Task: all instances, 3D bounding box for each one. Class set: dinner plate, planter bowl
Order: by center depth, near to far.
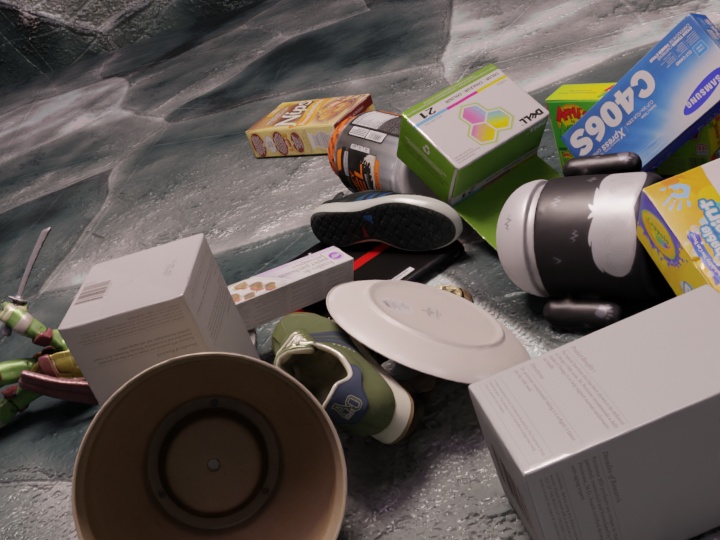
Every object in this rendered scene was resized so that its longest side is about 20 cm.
[{"bbox_3d":[-0.117,0.163,0.744,0.200,0.200,0.135,-25,1,-8],"label":"planter bowl"},{"bbox_3d":[0.066,0.047,0.860,0.200,0.024,0.200,15,18,-5],"label":"dinner plate"}]

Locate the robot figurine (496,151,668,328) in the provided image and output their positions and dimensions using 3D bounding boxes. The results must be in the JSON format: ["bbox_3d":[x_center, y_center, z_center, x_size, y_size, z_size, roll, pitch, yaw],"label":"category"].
[{"bbox_3d":[0.232,-0.032,0.906,0.200,0.125,0.150,-1,29,34],"label":"robot figurine"}]

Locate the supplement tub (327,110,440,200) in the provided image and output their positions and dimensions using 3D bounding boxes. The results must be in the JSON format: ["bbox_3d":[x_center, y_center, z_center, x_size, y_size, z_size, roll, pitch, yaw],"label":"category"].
[{"bbox_3d":[0.045,-0.146,1.239,0.122,0.123,0.200,-32,29,-20],"label":"supplement tub"}]

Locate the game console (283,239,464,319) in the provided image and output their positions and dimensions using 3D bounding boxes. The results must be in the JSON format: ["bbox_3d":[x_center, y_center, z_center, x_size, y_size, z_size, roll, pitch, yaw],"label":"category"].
[{"bbox_3d":[0.000,0.000,1.114,0.200,0.031,0.177,-35,36,-24],"label":"game console"}]

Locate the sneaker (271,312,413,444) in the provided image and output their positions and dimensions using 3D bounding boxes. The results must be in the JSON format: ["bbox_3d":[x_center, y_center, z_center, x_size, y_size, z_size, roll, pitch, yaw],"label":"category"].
[{"bbox_3d":[-0.041,0.079,0.812,0.200,0.090,0.067,34,98,50],"label":"sneaker"}]

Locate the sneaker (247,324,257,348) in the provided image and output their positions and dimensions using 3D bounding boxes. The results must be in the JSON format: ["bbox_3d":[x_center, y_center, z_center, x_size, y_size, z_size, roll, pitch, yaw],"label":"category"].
[{"bbox_3d":[-0.167,0.073,1.039,0.078,0.080,0.200,-11,31,-22],"label":"sneaker"}]

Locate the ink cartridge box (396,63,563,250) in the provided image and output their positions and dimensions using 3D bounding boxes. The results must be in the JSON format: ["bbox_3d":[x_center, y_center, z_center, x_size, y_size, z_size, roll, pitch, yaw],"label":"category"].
[{"bbox_3d":[0.162,-0.127,1.074,0.148,0.076,0.200,-32,63,-22],"label":"ink cartridge box"}]

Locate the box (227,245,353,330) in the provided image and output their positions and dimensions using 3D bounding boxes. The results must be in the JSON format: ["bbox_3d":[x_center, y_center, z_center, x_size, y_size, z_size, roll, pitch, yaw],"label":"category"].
[{"bbox_3d":[-0.095,0.026,1.008,0.200,0.041,0.039,-23,38,-34],"label":"box"}]

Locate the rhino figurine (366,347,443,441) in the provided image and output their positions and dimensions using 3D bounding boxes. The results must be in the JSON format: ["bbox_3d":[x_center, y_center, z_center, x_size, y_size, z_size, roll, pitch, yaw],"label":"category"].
[{"bbox_3d":[-0.006,0.104,0.882,0.200,0.060,0.087,16,62,49],"label":"rhino figurine"}]

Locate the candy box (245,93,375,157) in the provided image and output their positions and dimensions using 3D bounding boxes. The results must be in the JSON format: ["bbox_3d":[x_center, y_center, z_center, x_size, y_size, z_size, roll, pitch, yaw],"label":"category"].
[{"bbox_3d":[-0.083,-0.245,1.579,0.200,0.055,0.115,3,36,38],"label":"candy box"}]

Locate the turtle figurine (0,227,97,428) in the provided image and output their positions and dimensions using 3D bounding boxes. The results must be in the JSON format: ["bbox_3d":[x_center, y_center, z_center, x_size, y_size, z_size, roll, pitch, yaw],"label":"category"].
[{"bbox_3d":[-0.382,0.091,1.086,0.194,0.200,0.144,-29,-6,-8],"label":"turtle figurine"}]

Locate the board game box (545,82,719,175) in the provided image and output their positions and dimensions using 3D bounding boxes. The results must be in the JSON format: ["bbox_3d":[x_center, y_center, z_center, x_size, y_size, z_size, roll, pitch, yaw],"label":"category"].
[{"bbox_3d":[0.328,-0.170,1.110,0.200,0.102,0.048,8,37,43],"label":"board game box"}]

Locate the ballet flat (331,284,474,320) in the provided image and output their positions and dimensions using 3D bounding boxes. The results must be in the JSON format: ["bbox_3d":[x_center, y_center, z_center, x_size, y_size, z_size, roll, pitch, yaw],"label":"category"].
[{"bbox_3d":[0.020,0.054,0.974,0.200,0.046,0.067,-18,28,5],"label":"ballet flat"}]

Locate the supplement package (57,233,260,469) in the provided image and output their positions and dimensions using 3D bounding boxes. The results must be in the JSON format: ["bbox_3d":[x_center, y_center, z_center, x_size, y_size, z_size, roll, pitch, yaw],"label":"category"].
[{"bbox_3d":[-0.172,0.090,0.872,0.120,0.200,0.121,-16,27,9],"label":"supplement package"}]

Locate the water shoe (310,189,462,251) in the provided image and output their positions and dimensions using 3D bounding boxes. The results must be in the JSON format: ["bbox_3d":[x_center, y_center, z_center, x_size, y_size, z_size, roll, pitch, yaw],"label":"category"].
[{"bbox_3d":[0.034,-0.073,1.113,0.200,0.072,0.079,3,36,29],"label":"water shoe"}]

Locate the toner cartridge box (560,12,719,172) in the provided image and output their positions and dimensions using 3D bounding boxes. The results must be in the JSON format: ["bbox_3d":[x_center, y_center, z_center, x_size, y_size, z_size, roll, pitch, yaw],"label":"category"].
[{"bbox_3d":[0.323,-0.176,1.024,0.043,0.095,0.200,-11,-27,-47],"label":"toner cartridge box"}]

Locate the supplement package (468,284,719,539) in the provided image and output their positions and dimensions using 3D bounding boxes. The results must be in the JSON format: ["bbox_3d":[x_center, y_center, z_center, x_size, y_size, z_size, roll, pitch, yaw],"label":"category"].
[{"bbox_3d":[0.199,0.115,0.663,0.200,0.117,0.117,-22,26,-2],"label":"supplement package"}]

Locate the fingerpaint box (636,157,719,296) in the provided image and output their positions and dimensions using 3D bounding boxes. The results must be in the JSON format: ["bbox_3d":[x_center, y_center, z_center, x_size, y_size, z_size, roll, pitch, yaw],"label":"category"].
[{"bbox_3d":[0.345,-0.004,0.744,0.167,0.073,0.200,-22,56,-3],"label":"fingerpaint box"}]
